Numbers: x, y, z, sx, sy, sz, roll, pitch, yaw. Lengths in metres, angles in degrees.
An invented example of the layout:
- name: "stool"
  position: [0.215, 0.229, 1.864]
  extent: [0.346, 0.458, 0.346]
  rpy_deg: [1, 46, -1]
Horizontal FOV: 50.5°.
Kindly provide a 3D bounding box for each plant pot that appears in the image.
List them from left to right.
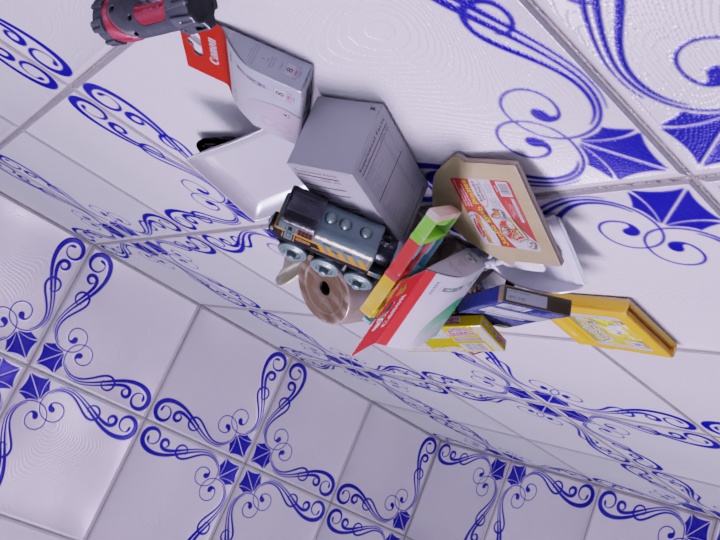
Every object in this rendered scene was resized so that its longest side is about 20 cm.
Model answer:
- name: "plant pot"
  position: [0.000, 0.000, 1.219]
  extent: [0.199, 0.172, 0.203]
  rpy_deg: [21, 122, 39]

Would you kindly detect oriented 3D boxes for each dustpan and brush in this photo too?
- name: "dustpan and brush"
  position: [0.226, -0.018, 1.154]
  extent: [0.199, 0.057, 0.140]
  rpy_deg: [7, 137, 49]

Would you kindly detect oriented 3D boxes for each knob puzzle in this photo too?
- name: "knob puzzle"
  position: [0.180, -0.090, 1.074]
  extent: [0.218, 0.031, 0.220]
  rpy_deg: [34, 156, 17]

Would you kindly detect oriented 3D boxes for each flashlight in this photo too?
- name: "flashlight"
  position: [-0.262, -0.327, 0.955]
  extent: [0.198, 0.069, 0.067]
  rpy_deg: [4, 178, 43]

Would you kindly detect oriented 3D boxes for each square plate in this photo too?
- name: "square plate"
  position: [-0.146, -0.164, 1.239]
  extent: [0.196, 0.029, 0.200]
  rpy_deg: [-16, 146, 23]

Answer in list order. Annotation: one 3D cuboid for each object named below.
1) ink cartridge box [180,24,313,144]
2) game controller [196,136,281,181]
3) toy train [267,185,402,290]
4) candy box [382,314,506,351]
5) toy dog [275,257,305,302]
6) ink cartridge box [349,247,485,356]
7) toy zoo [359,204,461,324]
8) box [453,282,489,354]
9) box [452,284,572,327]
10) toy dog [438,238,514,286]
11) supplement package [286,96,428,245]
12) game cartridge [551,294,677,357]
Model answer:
- name: "ink cartridge box"
  position: [-0.162, -0.261, 1.041]
  extent: [0.198, 0.058, 0.163]
  rpy_deg: [20, 164, -1]
- name: "game controller"
  position: [-0.205, -0.193, 1.332]
  extent: [0.198, 0.043, 0.104]
  rpy_deg: [8, 158, 43]
- name: "toy train"
  position: [-0.035, -0.044, 1.075]
  extent: [0.198, 0.086, 0.114]
  rpy_deg: [23, 154, -3]
- name: "candy box"
  position: [0.142, 0.111, 1.321]
  extent: [0.198, 0.027, 0.102]
  rpy_deg: [-4, 146, 36]
- name: "toy dog"
  position: [-0.054, -0.003, 1.603]
  extent: [0.192, 0.141, 0.200]
  rpy_deg: [-28, 135, 23]
- name: "ink cartridge box"
  position: [0.089, 0.059, 1.128]
  extent: [0.050, 0.199, 0.162]
  rpy_deg: [42, 125, 16]
- name: "toy zoo"
  position: [0.064, -0.003, 1.070]
  extent: [0.020, 0.201, 0.131]
  rpy_deg: [38, -163, 12]
- name: "box"
  position: [0.165, 0.047, 1.377]
  extent: [0.037, 0.138, 0.199]
  rpy_deg: [-22, 137, 35]
- name: "box"
  position: [0.234, 0.060, 1.234]
  extent: [0.120, 0.033, 0.200]
  rpy_deg: [12, 166, -16]
- name: "toy dog"
  position: [0.199, 0.006, 1.271]
  extent: [0.131, 0.097, 0.200]
  rpy_deg: [27, 164, -12]
- name: "supplement package"
  position: [0.002, -0.136, 1.074]
  extent: [0.108, 0.115, 0.200]
  rpy_deg: [14, 160, 30]
- name: "game cartridge"
  position: [0.425, 0.095, 1.344]
  extent: [0.176, 0.033, 0.199]
  rpy_deg: [35, 160, -33]
